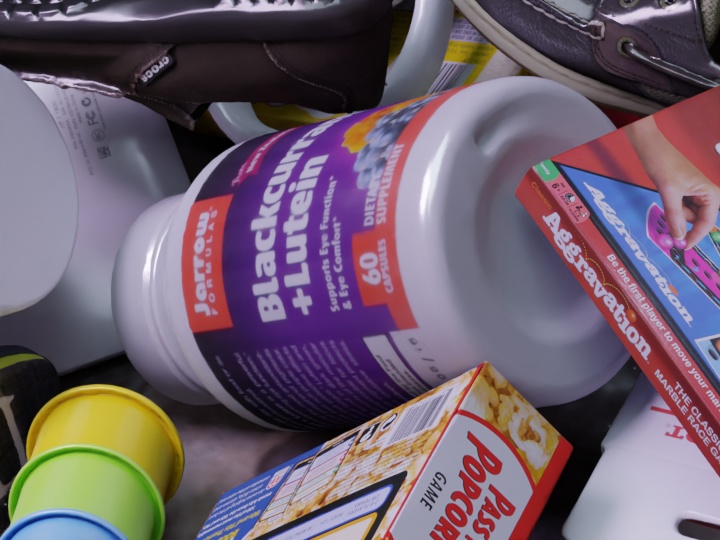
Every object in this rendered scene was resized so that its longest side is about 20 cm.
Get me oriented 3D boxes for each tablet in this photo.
[{"bbox_3d":[-0.144,-0.052,1.101,0.130,0.014,0.201,-19,74,-10],"label":"tablet"}]

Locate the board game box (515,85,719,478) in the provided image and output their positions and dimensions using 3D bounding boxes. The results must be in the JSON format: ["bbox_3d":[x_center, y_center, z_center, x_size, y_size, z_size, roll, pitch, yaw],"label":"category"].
[{"bbox_3d":[0.146,0.032,0.877,0.103,0.019,0.200,-23,69,-34],"label":"board game box"}]

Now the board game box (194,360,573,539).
[{"bbox_3d":[-0.030,0.133,0.863,0.151,0.046,0.200,-30,22,47],"label":"board game box"}]

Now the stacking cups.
[{"bbox_3d":[-0.106,0.116,0.919,0.060,0.061,0.200,-3,29,10],"label":"stacking cups"}]

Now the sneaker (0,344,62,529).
[{"bbox_3d":[-0.204,0.078,1.010,0.199,0.074,0.081,-27,41,-19],"label":"sneaker"}]

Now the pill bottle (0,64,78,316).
[{"bbox_3d":[-0.209,-0.012,1.022,0.199,0.117,0.117,-15,36,35],"label":"pill bottle"}]

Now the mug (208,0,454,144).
[{"bbox_3d":[-0.024,-0.139,1.069,0.175,0.147,0.201,-19,70,27],"label":"mug"}]

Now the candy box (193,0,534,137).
[{"bbox_3d":[0.011,-0.090,1.111,0.200,0.026,0.102,13,57,52],"label":"candy box"}]

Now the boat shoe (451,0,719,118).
[{"bbox_3d":[0.123,-0.088,0.977,0.199,0.065,0.073,27,50,10],"label":"boat shoe"}]

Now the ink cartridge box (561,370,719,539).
[{"bbox_3d":[0.159,0.057,0.949,0.115,0.067,0.200,14,48,24],"label":"ink cartridge box"}]

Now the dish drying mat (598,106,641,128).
[{"bbox_3d":[0.108,-0.060,1.091,0.018,0.077,0.200,-36,36,25],"label":"dish drying mat"}]

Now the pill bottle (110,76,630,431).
[{"bbox_3d":[0.000,0.000,0.972,0.200,0.112,0.111,-10,31,49],"label":"pill bottle"}]

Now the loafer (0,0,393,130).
[{"bbox_3d":[-0.078,-0.082,1.001,0.199,0.072,0.073,5,39,27],"label":"loafer"}]
